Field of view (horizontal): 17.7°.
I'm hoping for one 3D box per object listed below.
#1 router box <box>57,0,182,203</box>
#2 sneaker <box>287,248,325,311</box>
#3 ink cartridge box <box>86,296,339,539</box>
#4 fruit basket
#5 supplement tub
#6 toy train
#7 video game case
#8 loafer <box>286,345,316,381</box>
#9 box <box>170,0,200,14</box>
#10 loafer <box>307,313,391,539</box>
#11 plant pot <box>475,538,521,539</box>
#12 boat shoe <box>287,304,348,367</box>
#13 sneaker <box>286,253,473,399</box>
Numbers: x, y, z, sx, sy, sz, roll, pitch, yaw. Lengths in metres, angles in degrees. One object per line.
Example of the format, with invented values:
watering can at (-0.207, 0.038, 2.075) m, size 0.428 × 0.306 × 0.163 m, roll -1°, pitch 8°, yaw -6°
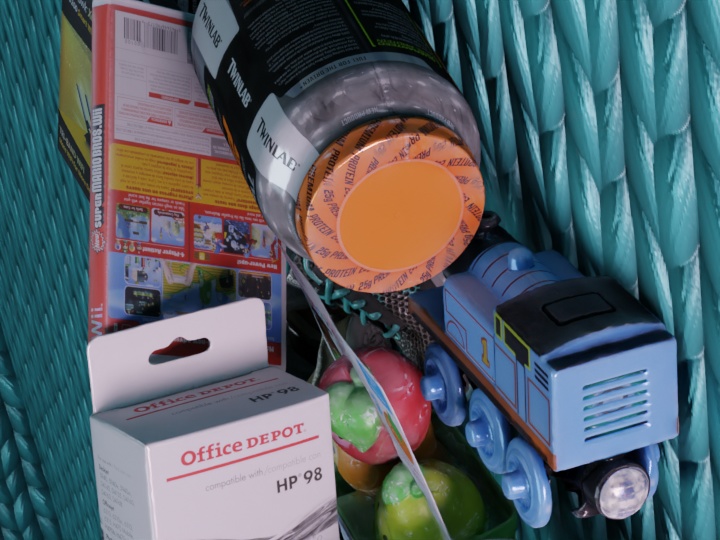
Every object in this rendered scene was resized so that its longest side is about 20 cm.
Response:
router box at (-0.134, -0.087, 1.462) m, size 0.200 × 0.052 × 0.158 m, roll 54°, pitch 148°, yaw 42°
sneaker at (-0.053, -0.042, 1.486) m, size 0.201 × 0.075 × 0.116 m, roll -83°, pitch -20°, yaw -76°
ink cartridge box at (-0.077, 0.127, 1.248) m, size 0.067 × 0.116 × 0.201 m, roll 22°, pitch 121°, yaw 55°
fruit basket at (0.010, 0.100, 1.297) m, size 0.200 × 0.094 × 0.185 m, roll 59°, pitch 177°, yaw -32°
supplement tub at (-0.011, -0.083, 1.224) m, size 0.200 × 0.122 × 0.123 m, roll -117°, pitch 14°, yaw -51°
toy train at (0.091, 0.046, 1.170) m, size 0.200 × 0.086 × 0.115 m, roll -130°, pitch 33°, yaw -57°
video game case at (-0.095, -0.045, 1.299) m, size 0.017 × 0.143 × 0.201 m, roll -7°, pitch 80°, yaw 41°
loafer at (-0.061, 0.087, 1.539) m, size 0.200 × 0.075 × 0.070 m, roll 51°, pitch 158°, yaw -22°
box at (-0.114, -0.128, 1.552) m, size 0.110 × 0.035 × 0.200 m, roll -99°, pitch 11°, yaw -52°
loafer at (-0.035, 0.115, 1.453) m, size 0.075 × 0.069 × 0.201 m, roll -21°, pitch -52°, yaw -67°
plant pot at (0.080, 0.265, 1.177) m, size 0.200 × 0.161 × 0.201 m, roll 20°, pitch 139°, yaw 19°
boat shoe at (-0.032, 0.036, 1.591) m, size 0.200 × 0.074 × 0.076 m, roll 42°, pitch 147°, yaw 15°
sneaker at (0.000, 0.000, 1.388) m, size 0.200 × 0.091 × 0.078 m, roll 62°, pitch 164°, yaw 10°
